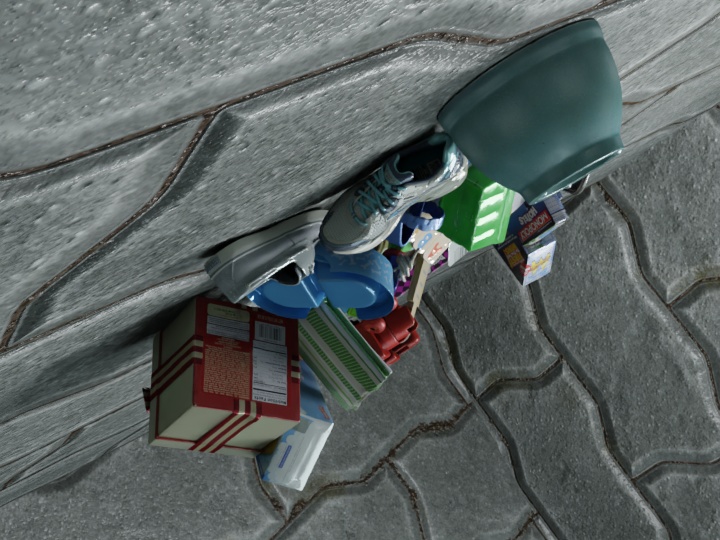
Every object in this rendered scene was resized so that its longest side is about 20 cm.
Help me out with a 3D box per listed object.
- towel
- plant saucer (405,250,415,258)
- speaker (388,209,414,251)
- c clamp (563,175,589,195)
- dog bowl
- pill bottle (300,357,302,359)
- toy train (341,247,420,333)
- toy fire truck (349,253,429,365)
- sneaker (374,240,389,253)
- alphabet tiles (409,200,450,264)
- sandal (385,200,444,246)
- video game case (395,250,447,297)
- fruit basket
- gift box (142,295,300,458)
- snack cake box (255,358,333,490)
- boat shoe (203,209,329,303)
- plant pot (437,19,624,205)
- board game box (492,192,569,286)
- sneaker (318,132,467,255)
[{"bbox_3d":[-0.033,0.116,1.465,0.023,0.153,0.200,-38,174,-24],"label":"towel"},{"bbox_3d":[0.063,-0.033,1.599,0.199,0.032,0.200,-29,175,-3],"label":"plant saucer"},{"bbox_3d":[0.115,-0.096,1.492,0.199,0.089,0.088,-26,174,-29],"label":"speaker"},{"bbox_3d":[0.305,-0.191,1.477,0.027,0.172,0.200,5,-176,-7],"label":"c clamp"},{"bbox_3d":[-0.049,0.012,1.331,0.198,0.050,0.112,0,146,22],"label":"dog bowl"},{"bbox_3d":[-0.095,0.075,1.644,0.109,0.110,0.200,-27,162,-22],"label":"pill bottle"},{"bbox_3d":[0.000,0.000,1.395,0.115,0.085,0.200,15,150,-5],"label":"toy train"},{"bbox_3d":[0.049,0.071,1.590,0.199,0.129,0.176,-32,173,5],"label":"toy fire truck"},{"bbox_3d":[-0.034,-0.025,1.468,0.088,0.077,0.200,-13,163,-40],"label":"sneaker"},{"bbox_3d":[0.141,-0.099,1.426,0.196,0.015,0.200,-46,149,0],"label":"alphabet tiles"},{"bbox_3d":[0.034,-0.066,1.336,0.079,0.088,0.200,-27,178,-43],"label":"sandal"},{"bbox_3d":[0.113,-0.044,1.767,0.199,0.036,0.181,-37,-163,10],"label":"video game case"},{"bbox_3d":[0.176,-0.123,1.369,0.200,0.093,0.186,-44,152,-39],"label":"fruit basket"},{"bbox_3d":[-0.187,0.144,1.477,0.183,0.201,0.187,17,146,-25],"label":"gift box"},{"bbox_3d":[-0.108,0.216,1.555,0.116,0.067,0.200,-65,-159,14],"label":"snack cake box"},{"bbox_3d":[-0.094,-0.012,1.239,0.200,0.072,0.070,-26,173,-45],"label":"boat shoe"},{"bbox_3d":[0.201,-0.156,1.143,0.199,0.135,0.200,-29,175,-3],"label":"plant pot"},{"bbox_3d":[0.238,-0.089,1.571,0.061,0.201,0.200,-25,174,-25],"label":"board game box"},{"bbox_3d":[0.030,-0.097,1.215,0.199,0.078,0.086,-36,162,-1],"label":"sneaker"}]
